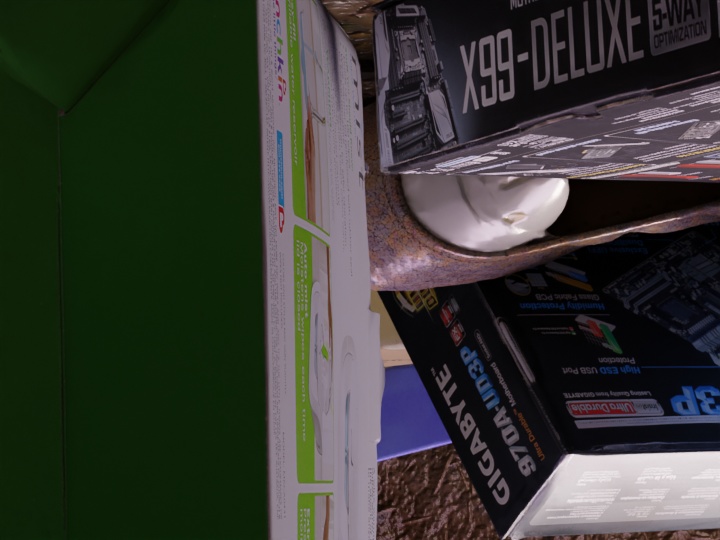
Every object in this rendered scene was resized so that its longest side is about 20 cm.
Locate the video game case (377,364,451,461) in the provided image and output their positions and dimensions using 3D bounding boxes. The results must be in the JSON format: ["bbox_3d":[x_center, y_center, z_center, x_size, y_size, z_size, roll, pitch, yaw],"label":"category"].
[{"bbox_3d":[0.103,0.027,1.141,0.200,0.046,0.181,-15,-172,14],"label":"video game case"}]

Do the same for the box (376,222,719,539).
[{"bbox_3d":[0.107,0.015,0.837,0.200,0.159,0.046,1,137,-33],"label":"box"}]

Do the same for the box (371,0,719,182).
[{"bbox_3d":[0.119,-0.058,0.606,0.157,0.050,0.200,0,174,-28],"label":"box"}]

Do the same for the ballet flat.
[{"bbox_3d":[0.071,-0.039,0.749,0.200,0.068,0.067,-12,172,-8],"label":"ballet flat"}]

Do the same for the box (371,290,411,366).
[{"bbox_3d":[0.000,0.000,1.012,0.095,0.078,0.200,2,173,-39],"label":"box"}]

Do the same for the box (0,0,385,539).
[{"bbox_3d":[-0.051,0.025,0.615,0.097,0.200,0.176,-2,176,7],"label":"box"}]
